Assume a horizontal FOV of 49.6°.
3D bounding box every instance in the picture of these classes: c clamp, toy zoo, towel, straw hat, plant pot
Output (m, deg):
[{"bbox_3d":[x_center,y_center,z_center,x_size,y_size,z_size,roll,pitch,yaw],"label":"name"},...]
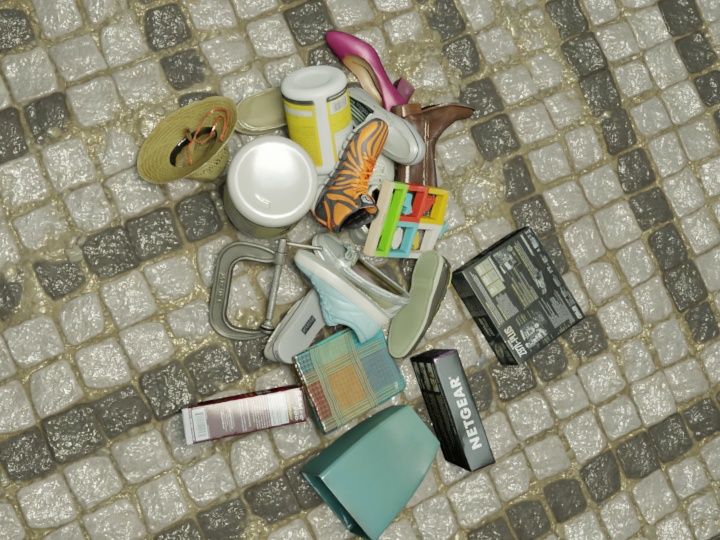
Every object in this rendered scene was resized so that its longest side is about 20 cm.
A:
[{"bbox_3d":[-0.171,0.033,1.336,0.169,0.027,0.202,15,102,-8],"label":"c clamp"},{"bbox_3d":[0.092,-0.086,1.376,0.199,0.020,0.132,0,111,-49],"label":"toy zoo"},{"bbox_3d":[-0.015,0.176,1.345,0.199,0.022,0.148,-23,90,-40],"label":"towel"},{"bbox_3d":[-0.274,-0.197,1.333,0.201,0.200,0.085,-50,139,-12],"label":"straw hat"},{"bbox_3d":[0.027,0.328,1.328,0.200,0.141,0.142,-42,94,-20],"label":"plant pot"}]

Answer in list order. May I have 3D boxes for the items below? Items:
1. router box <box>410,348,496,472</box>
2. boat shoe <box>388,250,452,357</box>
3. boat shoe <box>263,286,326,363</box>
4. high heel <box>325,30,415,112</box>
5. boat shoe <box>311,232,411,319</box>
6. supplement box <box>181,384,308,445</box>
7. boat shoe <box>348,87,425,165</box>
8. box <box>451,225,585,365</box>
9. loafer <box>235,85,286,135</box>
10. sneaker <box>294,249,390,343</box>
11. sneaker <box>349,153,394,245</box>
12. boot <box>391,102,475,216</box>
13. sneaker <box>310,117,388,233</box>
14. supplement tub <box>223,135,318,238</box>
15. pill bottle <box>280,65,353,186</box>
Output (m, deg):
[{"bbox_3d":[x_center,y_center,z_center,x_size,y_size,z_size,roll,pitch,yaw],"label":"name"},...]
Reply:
[{"bbox_3d":[0.157,0.239,1.355,0.051,0.149,0.202,-19,89,-13],"label":"router box"},{"bbox_3d":[0.112,0.067,1.403,0.060,0.071,0.203,29,81,-47],"label":"boat shoe"},{"bbox_3d":[-0.095,0.083,1.357,0.072,0.065,0.201,51,56,-27],"label":"boat shoe"},{"bbox_3d":[0.006,-0.349,1.419,0.199,0.067,0.097,33,68,-11],"label":"high heel"},{"bbox_3d":[0.000,0.001,1.372,0.202,0.075,0.065,45,120,-7],"label":"boat shoe"},{"bbox_3d":[-0.194,0.237,1.299,0.198,0.109,0.062,-8,86,-14],"label":"supplement box"},{"bbox_3d":[0.026,-0.250,1.370,0.200,0.074,0.066,42,32,27],"label":"boat shoe"},{"bbox_3d":[0.286,0.048,1.434,0.163,0.086,0.201,-33,92,-14],"label":"box"},{"bbox_3d":[-0.136,-0.295,1.385,0.198,0.068,0.076,-17,87,-15],"label":"loafer"},{"bbox_3d":[-0.045,0.050,1.314,0.200,0.074,0.082,40,94,-11],"label":"sneaker"},{"bbox_3d":[0.030,-0.151,1.384,0.073,0.116,0.202,10,81,-9],"label":"sneaker"},{"bbox_3d":[0.138,-0.205,1.440,0.185,0.064,0.202,-8,97,-25],"label":"boot"},{"bbox_3d":[0.005,-0.147,1.288,0.077,0.112,0.201,18,109,-46],"label":"sneaker"},{"bbox_3d":[-0.153,-0.131,1.297,0.143,0.200,0.147,1,84,-12],"label":"supplement tub"},{"bbox_3d":[-0.067,-0.236,1.332,0.111,0.112,0.201,-17,129,-13],"label":"pill bottle"}]
